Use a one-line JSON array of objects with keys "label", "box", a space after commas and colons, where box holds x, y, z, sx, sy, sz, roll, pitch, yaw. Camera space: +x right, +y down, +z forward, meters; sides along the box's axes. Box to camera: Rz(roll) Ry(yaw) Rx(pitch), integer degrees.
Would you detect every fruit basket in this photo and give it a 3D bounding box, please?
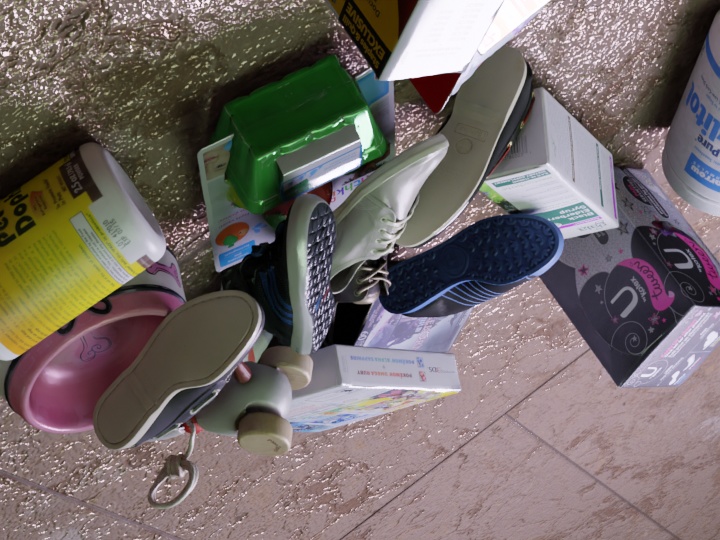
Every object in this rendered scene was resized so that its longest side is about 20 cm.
[{"label": "fruit basket", "box": [-0.046, -0.081, 1.597, 0.184, 0.094, 0.201, -26, 148, -14]}]

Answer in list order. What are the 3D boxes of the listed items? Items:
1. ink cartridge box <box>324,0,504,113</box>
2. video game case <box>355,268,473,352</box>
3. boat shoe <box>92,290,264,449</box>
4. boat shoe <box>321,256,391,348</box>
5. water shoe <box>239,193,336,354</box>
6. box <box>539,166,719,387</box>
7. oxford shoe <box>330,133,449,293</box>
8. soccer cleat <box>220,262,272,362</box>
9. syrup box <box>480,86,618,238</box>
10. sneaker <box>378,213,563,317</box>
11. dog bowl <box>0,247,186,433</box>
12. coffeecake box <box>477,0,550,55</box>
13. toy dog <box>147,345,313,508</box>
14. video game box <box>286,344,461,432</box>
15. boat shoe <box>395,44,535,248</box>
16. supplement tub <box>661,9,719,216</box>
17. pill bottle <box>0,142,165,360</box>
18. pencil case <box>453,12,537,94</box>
[{"label": "ink cartridge box", "box": [0.012, -0.233, 1.318, 0.083, 0.201, 0.176, -8, 142, -36]}, {"label": "video game case", "box": [0.042, 0.046, 1.951, 0.199, 0.019, 0.143, -9, 140, -38]}, {"label": "boat shoe", "box": [-0.148, 0.084, 1.631, 0.200, 0.073, 0.063, -41, 157, 24]}, {"label": "boat shoe", "box": [0.000, 0.000, 1.784, 0.074, 0.073, 0.201, -16, 142, -35]}, {"label": "water shoe", "box": [-0.067, 0.004, 1.582, 0.201, 0.078, 0.072, 92, 20, -55]}, {"label": "box", "box": [0.281, 0.005, 1.949, 0.114, 0.201, 0.132, 0, 137, -47]}, {"label": "oxford shoe", "box": [0.017, -0.047, 1.616, 0.075, 0.058, 0.200, -21, 162, -50]}, {"label": "soccer cleat", "box": [-0.096, 0.023, 1.757, 0.073, 0.068, 0.201, -41, 161, -57]}, {"label": "syrup box", "box": [0.175, -0.096, 1.791, 0.078, 0.082, 0.200, -12, 159, 24]}, {"label": "sneaker", "box": [0.115, -0.004, 1.832, 0.199, 0.071, 0.078, -18, 168, 28]}, {"label": "dog bowl", "box": [-0.233, 0.063, 1.654, 0.199, 0.074, 0.201, -24, 150, -15]}, {"label": "coffeecake box", "box": [0.117, -0.284, 1.396, 0.200, 0.154, 0.073, -38, 150, 8]}, {"label": "toy dog", "box": [-0.141, 0.117, 1.711, 0.199, 0.133, 0.096, -26, 134, 16]}, {"label": "video game box", "box": [-0.033, 0.118, 1.857, 0.199, 0.047, 0.181, -19, 161, 38]}, {"label": "boat shoe", "box": [0.092, -0.102, 1.678, 0.202, 0.073, 0.063, -59, 155, -7]}, {"label": "supplement tub", "box": [0.384, -0.162, 1.872, 0.131, 0.132, 0.201, -19, 147, -24]}, {"label": "pill bottle", "box": [-0.260, -0.005, 1.487, 0.199, 0.110, 0.109, -34, 151, 1]}, {"label": "pencil case", "box": [0.115, -0.233, 1.546, 0.200, 0.083, 0.091, -42, 154, 15]}]
